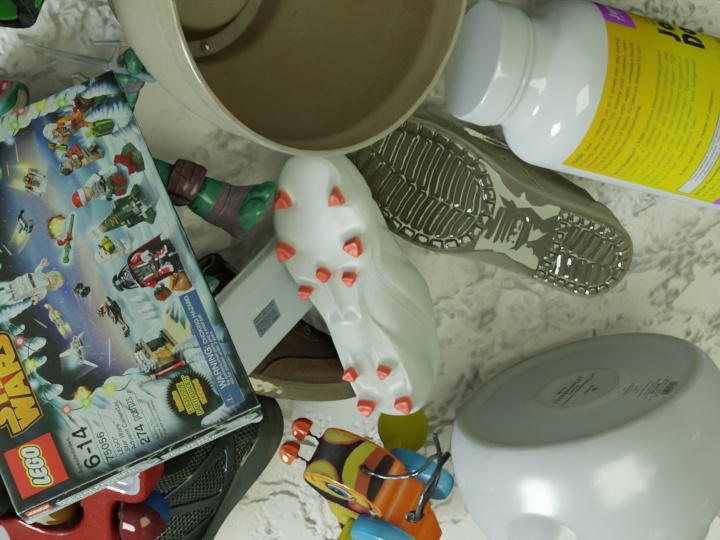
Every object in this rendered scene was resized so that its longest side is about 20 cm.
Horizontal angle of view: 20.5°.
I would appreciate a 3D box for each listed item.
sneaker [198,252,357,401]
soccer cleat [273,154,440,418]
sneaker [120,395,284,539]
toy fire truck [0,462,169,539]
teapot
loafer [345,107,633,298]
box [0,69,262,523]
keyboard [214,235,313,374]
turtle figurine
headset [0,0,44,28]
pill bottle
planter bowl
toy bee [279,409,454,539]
[{"bbox_3d":[-0.076,0.031,1.225,0.198,0.070,0.076,11,97,-29],"label":"sneaker"},{"bbox_3d":[0.000,0.000,1.207,0.069,0.078,0.201,-2,127,27],"label":"soccer cleat"},{"bbox_3d":[-0.140,0.151,1.243,0.114,0.076,0.200,22,105,-46],"label":"sneaker"},{"bbox_3d":[-0.189,0.096,1.141,0.167,0.112,0.201,18,134,14],"label":"toy fire truck"},{"bbox_3d":[0.160,0.138,1.280,0.198,0.197,0.147,-21,108,-8],"label":"teapot"},{"bbox_3d":[0.075,-0.045,1.240,0.199,0.068,0.076,27,107,-10],"label":"loafer"},{"bbox_3d":[-0.152,0.012,1.041,0.136,0.040,0.201,-24,77,-6],"label":"box"},{"bbox_3d":[-0.060,0.022,1.193,0.200,0.011,0.057,-47,133,-36],"label":"keyboard"},{"bbox_3d":[-0.157,-0.061,1.136,0.199,0.101,0.150,33,92,-10],"label":"turtle figurine"},{"bbox_3d":[-0.254,-0.192,1.043,0.198,0.123,0.095,21,81,-8],"label":"headset"},{"bbox_3d":[0.155,-0.106,1.213,0.198,0.104,0.105,12,111,-23],"label":"pill bottle"},{"bbox_3d":[-0.057,-0.167,1.064,0.199,0.134,0.202,-7,102,-38],"label":"planter bowl"},{"bbox_3d":[0.005,0.130,1.271,0.108,0.131,0.201,25,139,11],"label":"toy bee"}]
